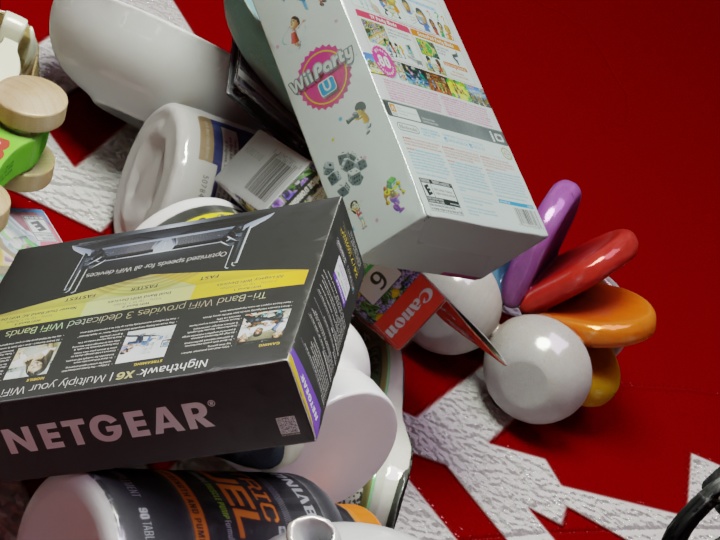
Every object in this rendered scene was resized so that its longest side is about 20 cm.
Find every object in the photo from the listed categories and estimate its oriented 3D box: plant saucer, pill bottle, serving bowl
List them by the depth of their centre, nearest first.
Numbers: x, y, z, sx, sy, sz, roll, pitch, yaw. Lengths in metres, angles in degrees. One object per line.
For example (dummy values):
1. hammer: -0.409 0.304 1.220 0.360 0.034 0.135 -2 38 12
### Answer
1. pill bottle: -0.077 0.161 1.006 0.199 0.107 0.107 7 39 -41
2. pill bottle: -0.065 0.051 1.143 0.112 0.113 0.200 4 30 -42
3. plant saucer: -0.029 -0.143 1.286 0.200 0.036 0.200 40 21 -19
4. pill bottle: -0.063 -0.036 1.307 0.199 0.111 0.111 18 33 -27
5. serving bowl: -0.144 -0.134 1.369 0.199 0.066 0.200 25 -3 1

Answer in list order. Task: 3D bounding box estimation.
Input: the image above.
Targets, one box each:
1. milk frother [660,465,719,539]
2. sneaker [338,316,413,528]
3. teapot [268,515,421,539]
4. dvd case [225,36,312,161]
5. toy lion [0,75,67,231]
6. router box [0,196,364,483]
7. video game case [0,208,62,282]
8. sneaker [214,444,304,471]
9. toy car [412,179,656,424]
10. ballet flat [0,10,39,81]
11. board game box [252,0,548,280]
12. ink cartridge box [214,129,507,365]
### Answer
1. milk frother: 0.219 0.243 1.092 0.188 0.201 0.180 43 26 15
2. sneaker: -0.020 0.091 1.213 0.088 0.077 0.201 12 31 -14
3. teapot: 0.017 0.218 0.911 0.199 0.145 0.199 4 80 -41
4. dvd case: -0.032 -0.121 1.316 0.149 0.016 0.200 41 21 -20
5. toy lion: -0.296 -0.068 1.143 0.190 0.069 0.201 18 35 -2
6. router box: -0.107 0.035 0.982 0.198 0.053 0.158 -9 30 16
7. video game case: -0.214 0.033 1.147 0.142 0.018 0.200 2 43 -45
8. sneaker: -0.112 0.076 1.040 0.084 0.076 0.199 -15 15 -36
9. toy car: 0.133 0.004 1.405 0.199 0.150 0.175 37 29 6
10. ballet flat: -0.254 -0.143 1.320 0.070 0.065 0.201 22 31 -20
11. board game box: 0.023 -0.100 1.181 0.147 0.064 0.201 10 55 -55
12. ink cartridge box: 0.000 0.000 1.218 0.200 0.050 0.109 46 -4 -25
